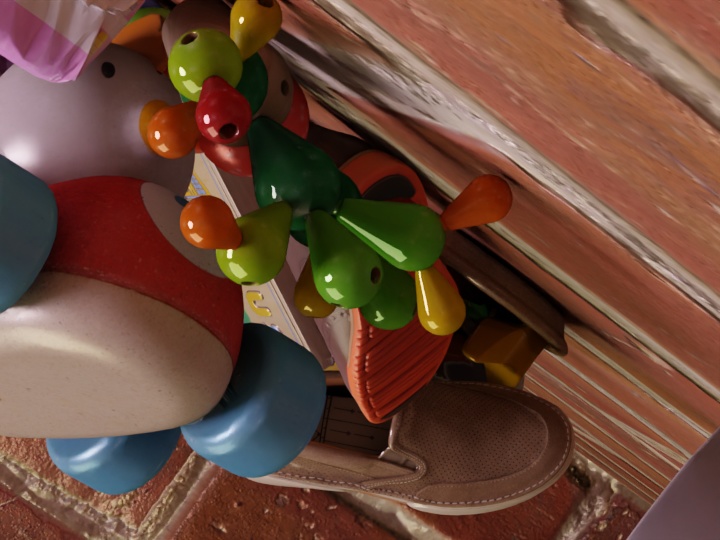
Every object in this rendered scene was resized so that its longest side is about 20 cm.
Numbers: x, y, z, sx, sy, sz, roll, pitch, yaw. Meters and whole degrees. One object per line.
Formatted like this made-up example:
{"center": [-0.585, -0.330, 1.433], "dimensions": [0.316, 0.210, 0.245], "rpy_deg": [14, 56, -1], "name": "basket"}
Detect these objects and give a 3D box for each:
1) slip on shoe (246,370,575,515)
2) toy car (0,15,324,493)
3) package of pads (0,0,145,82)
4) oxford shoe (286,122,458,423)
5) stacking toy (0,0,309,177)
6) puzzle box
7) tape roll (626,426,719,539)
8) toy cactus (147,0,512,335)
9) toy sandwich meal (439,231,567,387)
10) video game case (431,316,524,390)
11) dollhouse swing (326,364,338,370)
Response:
{"center": [0.023, 0.088, 1.184], "dimensions": [0.200, 0.076, 0.061], "rpy_deg": [7, 155, -3], "name": "slip on shoe"}
{"center": [-0.112, -0.034, 0.914], "dimensions": [0.177, 0.200, 0.184], "rpy_deg": [-12, 145, 44], "name": "toy car"}
{"center": [-0.178, -0.152, 0.887], "dimensions": [0.120, 0.076, 0.200], "rpy_deg": [38, 176, -35], "name": "package of pads"}
{"center": [0.000, 0.000, 1.090], "dimensions": [0.073, 0.071, 0.200], "rpy_deg": [38, 152, 33], "name": "oxford shoe"}
{"center": [-0.101, -0.091, 1.033], "dimensions": [0.200, 0.085, 0.085], "rpy_deg": [28, 174, 41], "name": "stacking toy"}
{"center": [-0.090, -0.035, 1.180], "dimensions": [0.133, 0.025, 0.200], "rpy_deg": [-1, 120, 57], "name": "puzzle box"}
{"center": [0.138, 0.145, 0.853], "dimensions": [0.066, 0.200, 0.200], "rpy_deg": [34, 178, 18], "name": "tape roll"}
{"center": [-0.029, -0.055, 0.840], "dimensions": [0.200, 0.102, 0.165], "rpy_deg": [34, -162, -51], "name": "toy cactus"}
{"center": [0.032, 0.010, 1.236], "dimensions": [0.205, 0.070, 0.205], "rpy_deg": [35, 178, 2], "name": "toy sandwich meal"}
{"center": [0.018, 0.018, 1.321], "dimensions": [0.200, 0.023, 0.182], "rpy_deg": [35, -157, -8], "name": "video game case"}
{"center": [-0.030, 0.048, 1.453], "dimensions": [0.176, 0.182, 0.200], "rpy_deg": [48, -178, -46], "name": "dollhouse swing"}
